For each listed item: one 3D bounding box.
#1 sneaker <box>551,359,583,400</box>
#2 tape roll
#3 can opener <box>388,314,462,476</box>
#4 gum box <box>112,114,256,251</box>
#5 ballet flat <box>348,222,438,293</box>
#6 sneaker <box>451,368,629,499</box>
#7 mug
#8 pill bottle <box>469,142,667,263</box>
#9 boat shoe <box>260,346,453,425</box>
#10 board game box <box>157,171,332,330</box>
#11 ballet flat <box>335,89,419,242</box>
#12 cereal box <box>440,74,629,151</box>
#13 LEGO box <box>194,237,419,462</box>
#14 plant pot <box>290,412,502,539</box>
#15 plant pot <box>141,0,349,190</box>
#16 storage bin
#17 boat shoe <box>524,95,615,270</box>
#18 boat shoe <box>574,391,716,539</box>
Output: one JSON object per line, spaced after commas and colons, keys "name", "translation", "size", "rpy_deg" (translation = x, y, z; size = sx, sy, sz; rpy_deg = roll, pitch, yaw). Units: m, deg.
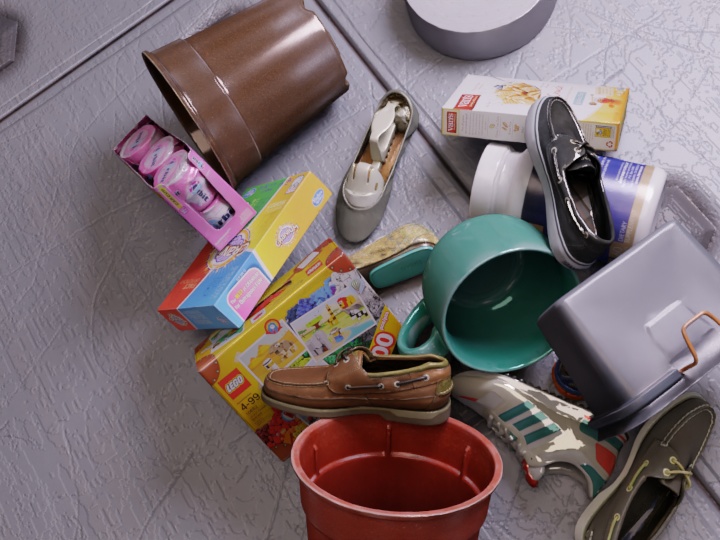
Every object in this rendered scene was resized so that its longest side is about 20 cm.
{"name": "sneaker", "translation": [0.300, 0.079, 0.976], "size": [0.200, 0.078, 0.075], "rpy_deg": [-29, 68, 3]}
{"name": "tape roll", "translation": [0.153, -0.376, 1.179], "size": [0.200, 0.066, 0.201], "rpy_deg": [-4, 71, 12]}
{"name": "can opener", "translation": [0.071, 0.144, 1.031], "size": [0.053, 0.067, 0.200], "rpy_deg": [10, 61, 21]}
{"name": "gum box", "translation": [-0.214, -0.107, 1.101], "size": [0.066, 0.114, 0.200], "rpy_deg": [-47, 35, -4]}
{"name": "ballet flat", "translation": [0.000, 0.000, 1.091], "size": [0.200, 0.071, 0.071], "rpy_deg": [-24, 67, 5]}
{"name": "sneaker", "translation": [0.177, 0.175, 0.976], "size": [0.199, 0.070, 0.094], "rpy_deg": [20, 71, 17]}
{"name": "mug", "translation": [0.128, 0.018, 0.977], "size": [0.185, 0.152, 0.114], "rpy_deg": [-4, 30, -12]}
{"name": "pill bottle", "translation": [0.231, -0.079, 1.028], "size": [0.200, 0.116, 0.116], "rpy_deg": [15, 75, 19]}
{"name": "boat shoe", "translation": [-0.004, 0.109, 0.942], "size": [0.200, 0.072, 0.068], "rpy_deg": [2, 112, 5]}
{"name": "board game box", "translation": [-0.136, -0.021, 1.067], "size": [0.153, 0.040, 0.200], "rpy_deg": [-7, 44, 53]}
{"name": "ballet flat", "translation": [0.014, -0.134, 1.129], "size": [0.067, 0.064, 0.200], "rpy_deg": [18, 77, 19]}
{"name": "cereal box", "translation": [0.206, -0.187, 1.068], "size": [0.200, 0.040, 0.144], "rpy_deg": [9, 29, 16]}
{"name": "LEGO box", "translation": [-0.060, 0.087, 1.020], "size": [0.200, 0.077, 0.149], "rpy_deg": [-40, 109, -1]}
{"name": "plant pot", "translation": [0.029, 0.267, 0.894], "size": [0.200, 0.201, 0.196], "rpy_deg": [9, 109, 17]}
{"name": "plant pot", "translation": [-0.133, -0.235, 1.142], "size": [0.198, 0.200, 0.200], "rpy_deg": [-34, 67, -8]}
{"name": "storage bin", "translation": [0.277, 0.049, 0.881], "size": [0.200, 0.146, 0.134], "rpy_deg": [-34, 79, -13]}
{"name": "boat shoe", "translation": [0.219, -0.099, 0.929], "size": [0.069, 0.057, 0.200], "rpy_deg": [7, 64, -27]}
{"name": "boat shoe", "translation": [0.300, 0.215, 0.923], "size": [0.202, 0.072, 0.060], "rpy_deg": [-52, 23, -3]}
